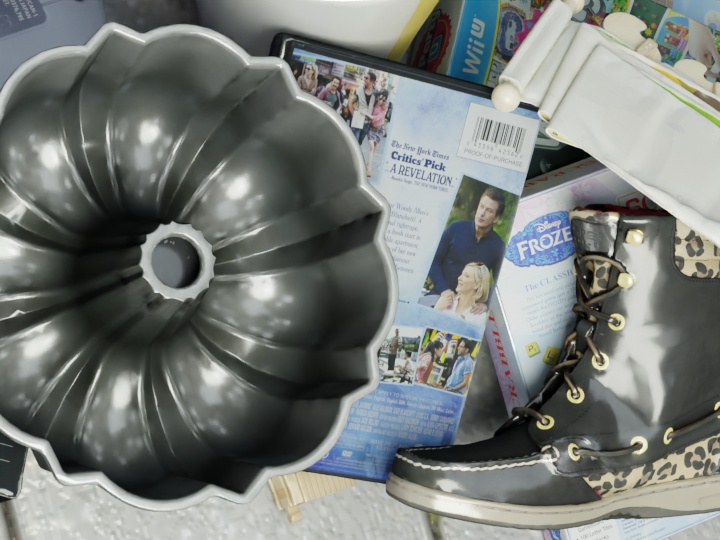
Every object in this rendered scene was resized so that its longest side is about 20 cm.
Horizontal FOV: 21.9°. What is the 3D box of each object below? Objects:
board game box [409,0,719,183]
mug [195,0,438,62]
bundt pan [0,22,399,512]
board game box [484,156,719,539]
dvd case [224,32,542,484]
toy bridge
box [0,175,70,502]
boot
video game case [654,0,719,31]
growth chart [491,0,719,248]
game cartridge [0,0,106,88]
[{"bbox_3d":[0.123,-0.081,1.026,0.199,0.064,0.148,21,69,-18],"label":"board game box"},{"bbox_3d":[-0.004,-0.153,0.913,0.186,0.153,0.150,17,66,-1],"label":"mug"},{"bbox_3d":[-0.089,0.003,0.781,0.201,0.076,0.203,5,78,-25],"label":"bundt pan"},{"bbox_3d":[0.167,0.030,0.976,0.199,0.041,0.200,-19,102,-15],"label":"board game box"},{"bbox_3d":[0.000,0.000,0.883,0.142,0.018,0.201,12,97,-25],"label":"dvd case"},{"bbox_3d":[-0.062,0.028,0.916,0.067,0.027,0.201,-14,82,-31],"label":"toy bridge"},{"bbox_3d":[-0.235,0.010,0.790,0.199,0.079,0.142,19,71,-24],"label":"box"},{"bbox_3d":[0.108,0.044,0.899,0.199,0.073,0.151,0,98,-21],"label":"boot"},{"bbox_3d":[0.240,-0.193,1.168,0.199,0.017,0.143,21,66,-23],"label":"video game case"},{"bbox_3d":[0.156,-0.060,0.901,0.200,0.018,0.145,38,39,9],"label":"growth chart"},{"bbox_3d":[-0.205,-0.167,0.890,0.133,0.041,0.201,-24,88,-30],"label":"game cartridge"}]
